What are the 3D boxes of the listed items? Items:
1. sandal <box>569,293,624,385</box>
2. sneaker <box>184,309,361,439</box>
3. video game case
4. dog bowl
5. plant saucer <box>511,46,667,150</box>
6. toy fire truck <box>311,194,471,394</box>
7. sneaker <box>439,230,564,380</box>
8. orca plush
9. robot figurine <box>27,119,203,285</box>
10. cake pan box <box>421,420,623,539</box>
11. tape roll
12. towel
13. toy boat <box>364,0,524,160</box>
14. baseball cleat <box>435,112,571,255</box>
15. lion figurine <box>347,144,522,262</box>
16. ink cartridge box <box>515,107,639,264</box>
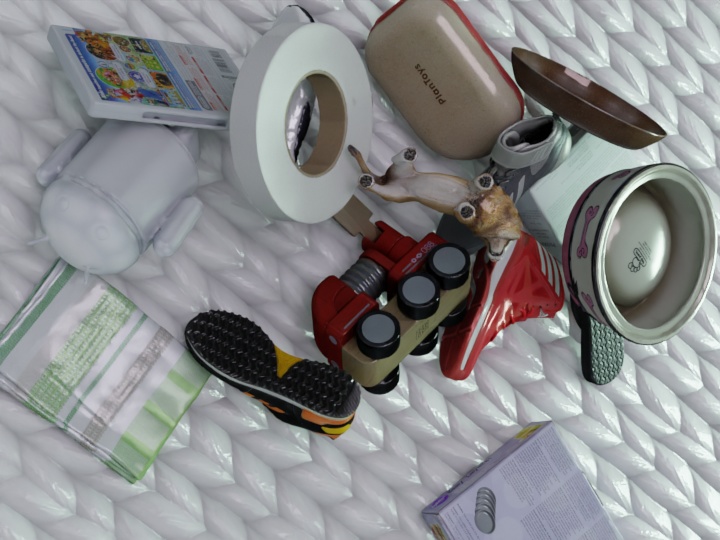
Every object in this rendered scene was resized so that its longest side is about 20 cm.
[{"bbox_3d":[0.269,0.035,1.595,0.075,0.048,0.203,-15,113,-34],"label":"sandal"},{"bbox_3d":[-0.097,0.118,1.425,0.198,0.090,0.070,25,54,8],"label":"sneaker"},{"bbox_3d":[-0.199,-0.190,1.375,0.198,0.018,0.144,3,38,-35],"label":"video game case"},{"bbox_3d":[0.306,-0.023,1.531,0.198,0.073,0.203,-8,103,-36],"label":"dog bowl"},{"bbox_3d":[0.249,-0.188,1.538,0.199,0.201,0.035,22,110,-20],"label":"plant saucer"},{"bbox_3d":[0.000,0.000,1.472,0.199,0.129,0.176,36,63,24],"label":"toy fire truck"},{"bbox_3d":[0.171,0.050,1.551,0.115,0.078,0.202,29,73,-16],"label":"sneaker"},{"bbox_3d":[-0.061,-0.180,1.484,0.071,0.104,0.202,14,61,-56],"label":"orca plush"},{"bbox_3d":[-0.238,-0.077,1.359,0.169,0.113,0.201,29,62,17],"label":"robot figurine"},{"bbox_3d":[0.191,0.300,1.537,0.184,0.052,0.201,-35,97,-22],"label":"cake pan box"},{"bbox_3d":[-0.056,-0.149,1.385,0.202,0.037,0.205,-16,109,-54],"label":"tape roll"},{"bbox_3d":[-0.260,0.097,1.375,0.200,0.031,0.150,40,69,-14],"label":"towel"},{"bbox_3d":[0.106,-0.226,1.554,0.201,0.130,0.131,52,37,-9],"label":"toy boat"},{"bbox_3d":[0.147,-0.100,1.519,0.200,0.106,0.070,-47,63,2],"label":"baseball cleat"},{"bbox_3d":[0.081,-0.082,1.452,0.198,0.122,0.073,26,88,7],"label":"lion figurine"},{"bbox_3d":[0.279,-0.068,1.646,0.160,0.047,0.201,-44,117,-24],"label":"ink cartridge box"}]
